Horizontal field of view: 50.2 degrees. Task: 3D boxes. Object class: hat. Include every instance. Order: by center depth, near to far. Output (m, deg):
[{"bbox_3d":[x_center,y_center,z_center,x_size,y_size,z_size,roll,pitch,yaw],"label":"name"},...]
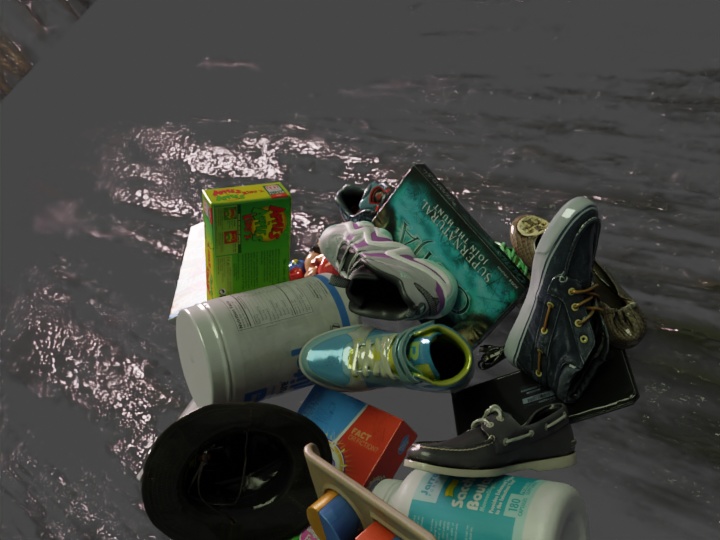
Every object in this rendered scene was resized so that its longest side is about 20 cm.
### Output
[{"bbox_3d":[-0.133,0.206,0.828,0.200,0.201,0.081,-38,24,2],"label":"hat"}]

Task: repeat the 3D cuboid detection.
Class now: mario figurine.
[{"bbox_3d":[-0.074,-0.007,1.078,0.199,0.107,0.123,-17,17,38],"label":"mario figurine"}]

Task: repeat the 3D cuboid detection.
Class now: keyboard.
[{"bbox_3d":[0.192,0.120,0.840,0.198,0.021,0.128,-21,47,19],"label":"keyboard"}]

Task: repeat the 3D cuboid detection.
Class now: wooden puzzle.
[{"bbox_3d":[0.013,0.277,0.706,0.046,0.187,0.199,-29,33,-27],"label":"wooden puzzle"}]

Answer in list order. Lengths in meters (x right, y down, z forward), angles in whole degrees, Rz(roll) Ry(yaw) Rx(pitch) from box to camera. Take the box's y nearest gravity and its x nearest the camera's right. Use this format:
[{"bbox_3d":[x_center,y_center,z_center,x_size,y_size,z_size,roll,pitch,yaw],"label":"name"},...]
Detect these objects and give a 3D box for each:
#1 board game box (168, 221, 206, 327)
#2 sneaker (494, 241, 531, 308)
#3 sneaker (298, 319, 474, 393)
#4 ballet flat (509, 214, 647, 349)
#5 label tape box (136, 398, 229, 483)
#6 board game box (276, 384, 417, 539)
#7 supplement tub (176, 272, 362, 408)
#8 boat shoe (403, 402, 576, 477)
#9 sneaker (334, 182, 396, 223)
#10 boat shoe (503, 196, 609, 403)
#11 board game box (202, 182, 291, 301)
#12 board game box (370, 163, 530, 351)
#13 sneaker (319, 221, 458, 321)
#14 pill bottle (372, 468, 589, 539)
[{"bbox_3d":[-0.212,-0.004,1.222,0.146,0.064,0.201,-20,45,23],"label":"board game box"},{"bbox_3d":[0.168,-0.003,0.916,0.198,0.089,0.077,-13,46,27],"label":"sneaker"},{"bbox_3d":[0.029,0.089,0.820,0.198,0.131,0.080,0,77,1],"label":"sneaker"},{"bbox_3d":[0.235,0.001,0.836,0.067,0.047,0.201,-28,57,-12],"label":"ballet flat"},{"bbox_3d":[-0.167,0.232,0.917,0.199,0.063,0.145,11,61,52],"label":"label tape box"},{"bbox_3d":[-0.046,0.242,0.891,0.152,0.040,0.201,14,63,44],"label":"board game box"},{"bbox_3d":[-0.107,0.085,0.926,0.198,0.133,0.132,-14,32,-27],"label":"supplement tub"},{"bbox_3d":[0.125,0.157,0.727,0.072,0.198,0.063,-6,82,59],"label":"boat shoe"},{"bbox_3d":[0.038,-0.076,1.073,0.199,0.096,0.080,11,61,42],"label":"sneaker"},{"bbox_3d":[0.218,0.032,0.774,0.070,0.202,0.091,-10,35,-37],"label":"boat shoe"},{"bbox_3d":[-0.143,-0.005,0.975,0.101,0.202,0.048,-9,30,-23],"label":"board game box"},{"bbox_3d":[0.093,-0.008,0.908,0.200,0.028,0.136,51,123,21],"label":"board game box"},{"bbox_3d":[0.000,0.000,0.874,0.199,0.139,0.079,24,111,33],"label":"sneaker"},{"bbox_3d":[0.104,0.245,0.722,0.198,0.111,0.112,-2,53,35],"label":"pill bottle"}]
